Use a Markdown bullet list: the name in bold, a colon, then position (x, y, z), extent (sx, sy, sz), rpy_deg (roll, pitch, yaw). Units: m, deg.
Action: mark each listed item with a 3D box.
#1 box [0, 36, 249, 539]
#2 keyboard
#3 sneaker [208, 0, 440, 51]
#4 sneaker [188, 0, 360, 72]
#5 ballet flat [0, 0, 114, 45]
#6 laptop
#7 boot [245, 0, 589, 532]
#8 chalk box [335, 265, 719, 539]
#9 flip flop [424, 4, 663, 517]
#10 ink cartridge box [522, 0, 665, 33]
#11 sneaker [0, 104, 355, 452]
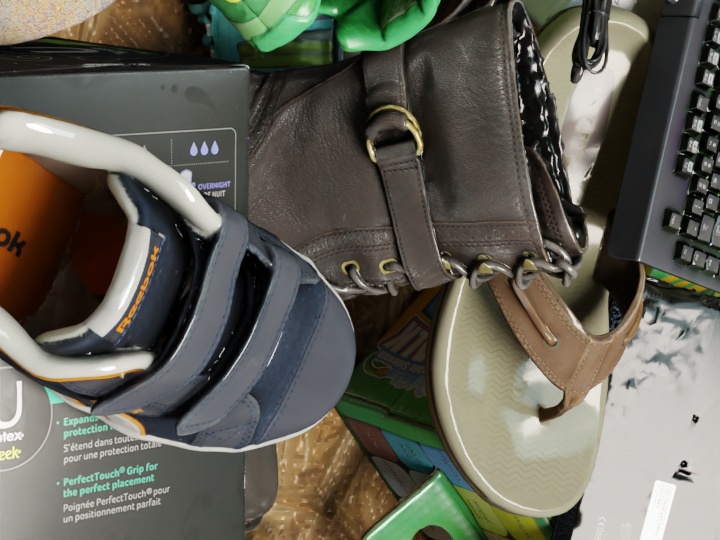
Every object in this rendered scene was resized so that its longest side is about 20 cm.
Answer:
- **box**: position (-0.126, 0.023, 0.695), extent (0.123, 0.148, 0.202), rpy_deg (-7, 102, -36)
- **keyboard**: position (0.130, -0.099, 0.751), extent (0.126, 0.021, 0.202), rpy_deg (17, 83, -32)
- **sneaker**: position (0.000, -0.118, 0.695), extent (0.200, 0.074, 0.084), rpy_deg (-31, 91, -53)
- **sneaker**: position (-0.032, -0.096, 0.812), extent (0.079, 0.078, 0.202), rpy_deg (11, 95, -11)
- **ballet flat**: position (-0.170, -0.105, 0.619), extent (0.198, 0.067, 0.069), rpy_deg (3, 96, 3)
- **laptop**: position (0.167, 0.108, 0.879), extent (0.198, 0.103, 0.179), rpy_deg (15, 89, -13)
- **boot**: position (0.000, 0.000, 0.742), extent (0.069, 0.173, 0.202), rpy_deg (-25, 109, -65)
- **chalk box**: position (0.084, 0.070, 0.890), extent (0.200, 0.123, 0.125), rpy_deg (-49, 124, -22)
- **flip flop**: position (0.080, 0.000, 0.764), extent (0.080, 0.058, 0.202), rpy_deg (9, 101, -24)
- **ink cartridge box**: position (0.147, -0.097, 0.867), extent (0.200, 0.145, 0.084), rpy_deg (39, 99, -28)
- **sneaker**: position (-0.064, 0.010, 0.597), extent (0.199, 0.079, 0.079), rpy_deg (24, 83, -39)
